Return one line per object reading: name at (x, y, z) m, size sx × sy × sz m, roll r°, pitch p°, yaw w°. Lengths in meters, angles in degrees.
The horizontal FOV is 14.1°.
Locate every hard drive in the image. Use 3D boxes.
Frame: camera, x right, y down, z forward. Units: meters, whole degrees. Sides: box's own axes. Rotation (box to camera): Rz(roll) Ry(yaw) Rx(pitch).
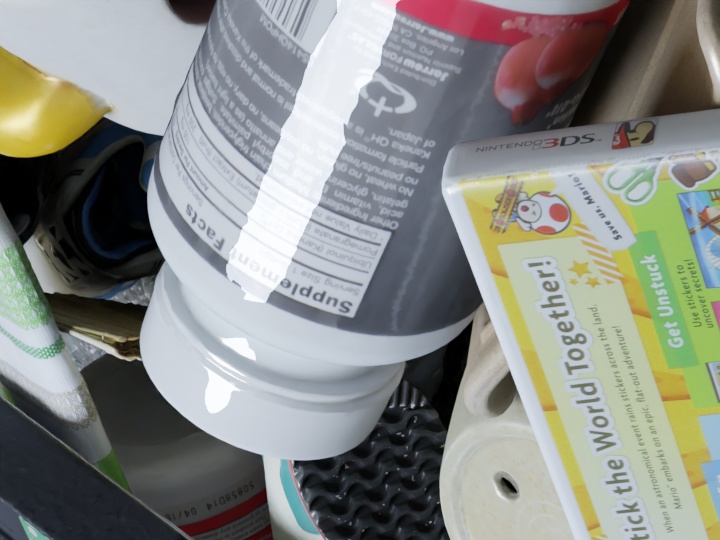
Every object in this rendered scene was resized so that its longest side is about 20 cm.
hard drive at (-0.092, 0.129, 1.098) m, size 0.200 × 0.038 × 0.140 m, roll 32°, pitch 151°, yaw 43°

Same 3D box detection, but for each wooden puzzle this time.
wooden puzzle at (0.086, -0.073, 0.885) m, size 0.037 × 0.185 × 0.200 m, roll 17°, pitch 144°, yaw -10°

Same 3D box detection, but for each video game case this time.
video game case at (0.137, 0.034, 0.812) m, size 0.182 × 0.023 × 0.200 m, roll -6°, pitch 131°, yaw 20°

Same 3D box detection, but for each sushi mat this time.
sushi mat at (-0.088, 0.023, 1.143) m, size 0.200 × 0.096 × 0.012 m, roll 13°, pitch 93°, yaw 64°

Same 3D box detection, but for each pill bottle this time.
pill bottle at (-0.059, 0.133, 1.250) m, size 0.112 × 0.112 × 0.200 m, roll 16°, pitch 133°, yaw 41°
pill bottle at (0.001, -0.042, 0.867) m, size 0.111 × 0.111 × 0.200 m, roll 39°, pitch 127°, yaw 20°

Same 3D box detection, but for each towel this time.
towel at (-0.159, 0.004, 1.121) m, size 0.149 × 0.031 × 0.200 m, roll 32°, pitch 149°, yaw 52°

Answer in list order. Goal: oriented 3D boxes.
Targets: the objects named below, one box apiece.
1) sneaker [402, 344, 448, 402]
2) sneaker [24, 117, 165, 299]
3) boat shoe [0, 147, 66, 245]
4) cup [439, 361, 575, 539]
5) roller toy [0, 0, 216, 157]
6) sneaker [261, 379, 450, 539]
sneaker at (0.000, 0.000, 1.114) m, size 0.082 × 0.077 × 0.200 m, roll 50°, pitch 144°, yaw 16°
sneaker at (-0.107, -0.024, 1.216) m, size 0.072 × 0.072 × 0.200 m, roll 55°, pitch 146°, yaw -3°
boat shoe at (-0.160, -0.034, 1.197) m, size 0.200 × 0.072 × 0.068 m, roll 122°, pitch 142°, yaw -49°
cup at (0.110, 0.057, 0.973) m, size 0.200 × 0.143 × 0.200 m, roll 29°, pitch 137°, yaw 31°
roller toy at (-0.059, -0.142, 0.952) m, size 0.182 × 0.200 × 0.140 m, roll -7°, pitch 154°, yaw 30°
sneaker at (0.013, 0.119, 1.054) m, size 0.093 × 0.070 × 0.200 m, roll -144°, pitch 34°, yaw -70°
